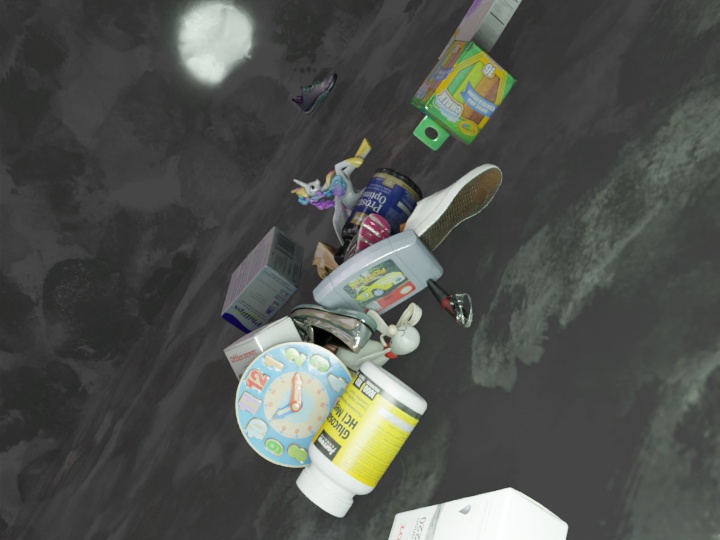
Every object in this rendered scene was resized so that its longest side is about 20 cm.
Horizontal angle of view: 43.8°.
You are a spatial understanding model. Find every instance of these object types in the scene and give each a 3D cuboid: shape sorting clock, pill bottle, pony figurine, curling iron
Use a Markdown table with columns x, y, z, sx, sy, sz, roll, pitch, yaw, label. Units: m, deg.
| x | y | z | sx | sy | sz | roll | pitch | yaw | label |
| --- | --- | --- | --- | --- | --- | --- | --- | --- | --- |
| -0.101 | 0.215 | 1.429 | 0.201 | 0.199 | 0.039 | -54 | 0 | 4 | shape sorting clock |
| -0.002 | 0.240 | 1.271 | 0.202 | 0.112 | 0.112 | -56 | 18 | -1 | pill bottle |
| -0.028 | -0.163 | 1.953 | 0.198 | 0.194 | 0.168 | -29 | 29 | 15 | pony figurine |
| 0.032 | -0.088 | 1.744 | 0.202 | 0.111 | 0.111 | -60 | 19 | -15 | pill bottle |
| 0.137 | 0.043 | 1.385 | 0.200 | 0.025 | 0.051 | -129 | 38 | -75 | curling iron |

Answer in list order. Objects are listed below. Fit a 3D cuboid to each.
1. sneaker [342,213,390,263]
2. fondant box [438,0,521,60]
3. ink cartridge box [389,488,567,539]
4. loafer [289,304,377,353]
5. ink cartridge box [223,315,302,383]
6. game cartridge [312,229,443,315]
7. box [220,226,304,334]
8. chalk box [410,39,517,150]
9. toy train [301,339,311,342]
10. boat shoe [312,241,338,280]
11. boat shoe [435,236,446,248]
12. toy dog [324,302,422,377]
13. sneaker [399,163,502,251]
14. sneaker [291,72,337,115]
| x | y | z | sx | sy | sz | roll | pitch | yaw | label |
| --- | --- | --- | --- | --- | --- | --- | --- | --- | --- |
| 0.000 | 0.000 | 1.614 | 0.088 | 0.073 | 0.203 | 123 | 166 | -61 | sneaker |
| 0.271 | -0.548 | 2.007 | 0.202 | 0.058 | 0.144 | -57 | 18 | -8 | fondant box |
| 0.100 | 0.317 | 0.908 | 0.199 | 0.084 | 0.147 | -35 | 27 | 51 | ink cartridge box |
| -0.059 | 0.097 | 1.457 | 0.198 | 0.072 | 0.064 | -2 | 54 | 48 | loafer |
| -0.135 | 0.194 | 1.527 | 0.084 | 0.203 | 0.145 | -26 | 1 | -33 | ink cartridge box |
| 0.027 | 0.016 | 1.473 | 0.198 | 0.133 | 0.041 | -32 | 46 | 12 | game cartridge |
| -0.243 | 0.029 | 2.246 | 0.200 | 0.104 | 0.185 | -45 | 21 | 27 | box |
| 0.185 | -0.331 | 1.753 | 0.201 | 0.124 | 0.124 | -54 | 18 | 6 | chalk box |
| -0.084 | 0.110 | 1.786 | 0.202 | 0.055 | 0.150 | -57 | 19 | -1 | toy train |
| -0.058 | -0.007 | 1.913 | 0.070 | 0.073 | 0.200 | -66 | 17 | 5 | boat shoe |
| 0.081 | -0.034 | 1.602 | 0.201 | 0.064 | 0.072 | -51 | 19 | 16 | boat shoe |
| 0.007 | 0.121 | 1.474 | 0.200 | 0.096 | 0.133 | -45 | 21 | 29 | toy dog |
| 0.144 | -0.118 | 1.505 | 0.199 | 0.073 | 0.085 | -40 | 40 | 0 | sneaker |
| -0.166 | -0.651 | 3.231 | 0.200 | 0.087 | 0.075 | -43 | 22 | 33 | sneaker |
